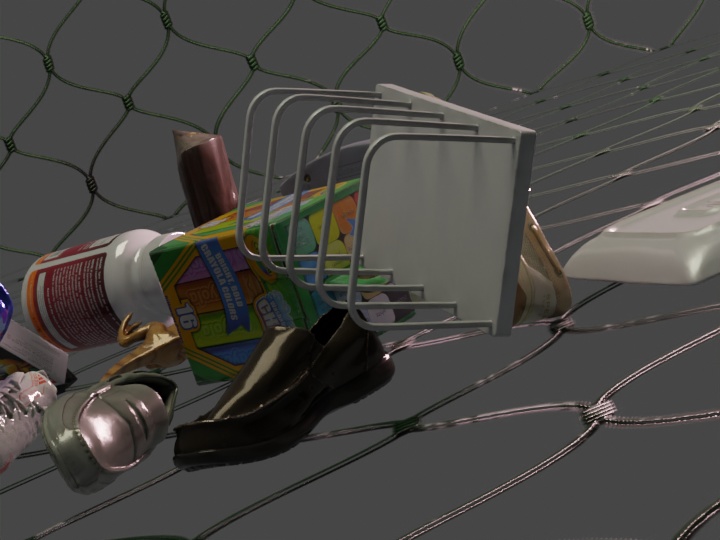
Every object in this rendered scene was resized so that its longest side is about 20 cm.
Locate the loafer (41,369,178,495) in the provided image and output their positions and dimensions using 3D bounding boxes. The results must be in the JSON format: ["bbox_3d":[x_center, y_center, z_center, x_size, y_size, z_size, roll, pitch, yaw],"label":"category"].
[{"bbox_3d":[-0.172,0.105,1.197,0.070,0.070,0.200,-27,7,6],"label":"loafer"}]

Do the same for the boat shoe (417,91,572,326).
[{"bbox_3d":[0.088,-0.045,1.234,0.065,0.200,0.072,-6,-35,-31],"label":"boat shoe"}]

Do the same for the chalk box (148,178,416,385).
[{"bbox_3d":[-0.048,0.006,1.375,0.200,0.124,0.125,-12,11,43],"label":"chalk box"}]

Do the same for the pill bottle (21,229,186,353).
[{"bbox_3d":[-0.257,0.020,1.817,0.200,0.113,0.113,-13,10,38],"label":"pill bottle"}]

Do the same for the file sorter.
[{"bbox_3d":[0.009,-0.047,1.176,0.124,0.139,0.200,0,14,-28],"label":"file sorter"}]

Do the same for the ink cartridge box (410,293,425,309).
[{"bbox_3d":[0.000,0.000,1.504,0.200,0.067,0.117,-12,11,38],"label":"ink cartridge box"}]

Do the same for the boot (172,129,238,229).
[{"bbox_3d":[-0.125,-0.052,1.669,0.064,0.200,0.186,-18,8,8],"label":"boot"}]

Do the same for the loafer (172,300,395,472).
[{"bbox_3d":[-0.058,0.074,1.131,0.073,0.071,0.200,-13,10,38],"label":"loafer"}]

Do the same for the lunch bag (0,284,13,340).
[{"bbox_3d":[-0.357,0.092,1.372,0.200,0.094,0.151,-30,15,51],"label":"lunch bag"}]

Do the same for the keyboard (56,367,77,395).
[{"bbox_3d":[-0.346,0.122,1.675,0.127,0.021,0.200,-20,7,-14],"label":"keyboard"}]

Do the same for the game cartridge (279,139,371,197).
[{"bbox_3d":[0.014,-0.057,1.621,0.200,0.133,0.042,-11,4,42],"label":"game cartridge"}]

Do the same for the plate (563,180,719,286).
[{"bbox_3d":[0.270,-0.039,1.263,0.200,0.032,0.200,-21,8,-19],"label":"plate"}]

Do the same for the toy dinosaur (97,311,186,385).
[{"bbox_3d":[-0.179,0.068,1.502,0.200,0.061,0.106,-24,11,-31],"label":"toy dinosaur"}]

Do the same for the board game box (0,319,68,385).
[{"bbox_3d":[-0.385,0.085,1.563,0.200,0.035,0.126,-15,-33,27],"label":"board game box"}]

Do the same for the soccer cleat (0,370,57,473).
[{"bbox_3d":[-0.288,0.118,1.385,0.085,0.069,0.200,-35,4,-4],"label":"soccer cleat"}]
